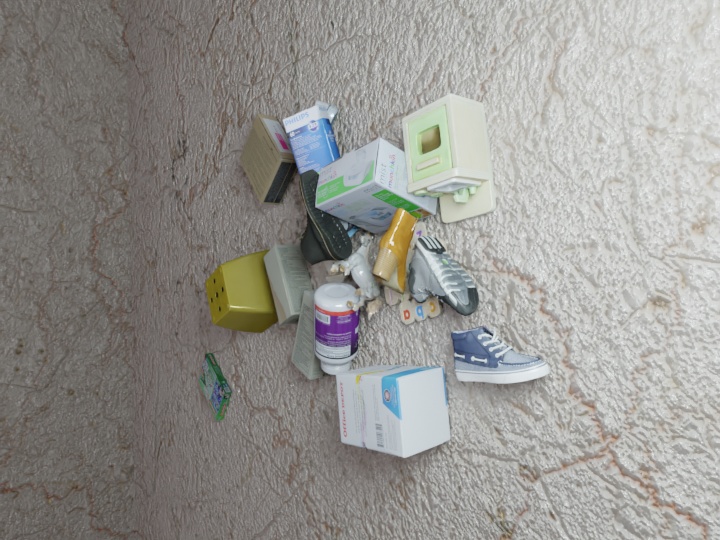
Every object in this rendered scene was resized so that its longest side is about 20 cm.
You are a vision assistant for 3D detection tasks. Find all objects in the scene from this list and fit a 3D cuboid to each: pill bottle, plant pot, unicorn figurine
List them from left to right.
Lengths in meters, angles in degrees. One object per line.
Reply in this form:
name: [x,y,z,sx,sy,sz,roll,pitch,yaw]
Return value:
plant pot: [-0.350,0.068,1.578,0.199,0.173,0.206,-33,67,45]
pill bottle: [-0.057,0.140,1.257,0.112,0.110,0.206,31,128,45]
unicorn figurine: [0.000,0.000,1.204,0.072,0.136,0.206,-10,98,39]

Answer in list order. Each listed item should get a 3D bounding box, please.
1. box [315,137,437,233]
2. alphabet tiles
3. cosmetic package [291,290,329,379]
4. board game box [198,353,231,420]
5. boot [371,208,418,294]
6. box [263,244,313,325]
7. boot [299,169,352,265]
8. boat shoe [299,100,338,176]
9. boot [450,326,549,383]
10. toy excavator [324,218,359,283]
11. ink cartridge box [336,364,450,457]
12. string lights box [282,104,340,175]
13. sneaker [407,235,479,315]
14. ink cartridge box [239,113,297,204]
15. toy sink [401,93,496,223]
box: [0.033,-0.168,1.090,0.197,0.173,0.100,-12,65,49]
alphabet tiles: [0.116,0.007,1.132,0.198,0.014,0.202,-22,74,49]
cosmetic package: [-0.112,0.165,1.371,0.104,0.070,0.206,33,117,45]
board game box: [-0.534,0.423,1.930,0.201,0.028,0.137,49,127,38]
boot: [0.081,-0.037,1.075,0.069,0.201,0.147,23,83,16]
box: [-0.191,0.037,1.448,0.077,0.093,0.206,-36,63,45]
boot: [-0.112,-0.107,1.174,0.137,0.076,0.205,-14,99,50]
boat shoe: [-0.122,-0.333,1.353,0.065,0.074,0.204,26,106,1]
boot: [0.238,0.147,0.942,0.197,0.071,0.093,-14,86,50]
toy excavator: [-0.062,-0.086,1.265,0.195,0.100,0.199,47,131,-3]
ink cartridge box: [0.064,0.283,1.104,0.197,0.143,0.152,-8,86,50]
string lights box: [-0.107,-0.284,1.286,0.100,0.059,0.206,-14,98,21]
sneaker: [0.152,0.037,1.032,0.117,0.073,0.203,-65,36,36]
ink cartridge box: [-0.267,-0.322,1.538,0.166,0.074,0.203,-54,52,35]
toy sink: [0.161,-0.201,0.992,0.129,0.110,0.207,-10,84,50]
